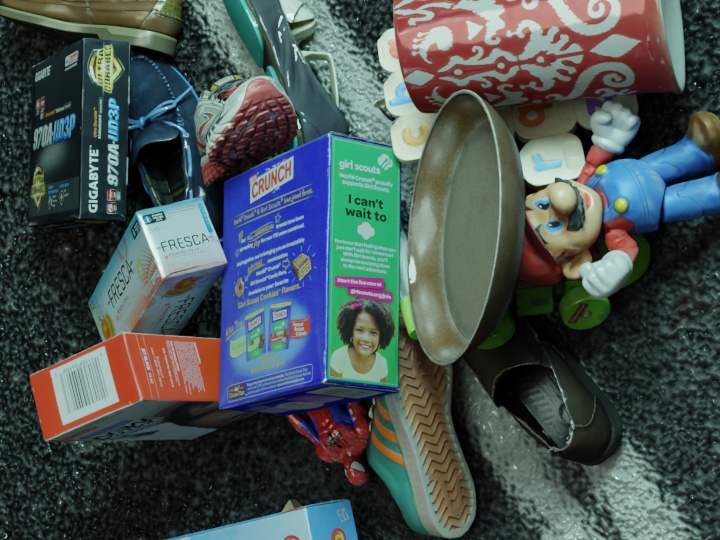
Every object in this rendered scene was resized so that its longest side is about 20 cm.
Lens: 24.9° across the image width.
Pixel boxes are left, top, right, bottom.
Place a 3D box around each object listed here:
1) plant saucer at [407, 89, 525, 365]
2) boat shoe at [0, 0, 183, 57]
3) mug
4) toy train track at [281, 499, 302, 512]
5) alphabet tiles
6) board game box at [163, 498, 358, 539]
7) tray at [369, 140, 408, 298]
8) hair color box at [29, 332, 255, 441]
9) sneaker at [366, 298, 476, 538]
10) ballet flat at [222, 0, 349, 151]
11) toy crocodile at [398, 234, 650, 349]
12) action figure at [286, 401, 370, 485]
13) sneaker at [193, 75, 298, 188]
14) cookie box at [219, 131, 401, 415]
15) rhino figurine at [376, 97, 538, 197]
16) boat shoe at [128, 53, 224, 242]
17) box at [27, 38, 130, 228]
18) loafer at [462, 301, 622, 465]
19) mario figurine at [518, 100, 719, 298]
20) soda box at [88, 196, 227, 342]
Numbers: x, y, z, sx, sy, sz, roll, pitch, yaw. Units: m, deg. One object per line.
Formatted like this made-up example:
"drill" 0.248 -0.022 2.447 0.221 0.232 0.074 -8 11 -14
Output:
"plant saucer" 0.078 -0.030 1.190 0.200 0.032 0.201 -176 90 -75
"boat shoe" -0.253 -0.251 1.553 0.199 0.072 0.068 13 90 22
"mug" 0.140 -0.188 1.246 0.199 0.177 0.134 -7 98 17
"toy train track" -0.004 0.269 1.392 0.200 0.032 0.115 41 108 27
"alphabet tiles" 0.116 -0.153 1.299 0.195 0.015 0.201 -10 68 6
"board game box" -0.076 0.312 1.399 0.195 0.056 0.201 -19 78 41
"tray" 0.000 0.000 1.399 0.107 0.022 0.201 -30 73 36
"hair color box" -0.173 0.103 1.405 0.111 0.200 0.064 -24 75 28
"sneaker" 0.033 0.123 1.341 0.080 0.071 0.201 -6 97 50
"ballet flat" -0.063 -0.189 1.434 0.073 0.073 0.201 -33 70 26
"toy crocodile" 0.128 0.011 1.273 0.199 0.062 0.068 -13 50 1
"action figure" -0.045 0.100 1.419 0.065 0.052 0.200 -38 71 19
"sneaker" -0.110 -0.130 1.393 0.200 0.078 0.082 147 108 -71
"cookie box" -0.042 0.008 1.329 0.171 0.075 0.201 -18 68 54
"rhino figurine" 0.110 -0.103 1.322 0.087 0.060 0.200 -47 66 1
"boat shoe" -0.174 -0.116 1.493 0.084 0.069 0.200 -37 70 24
"box" -0.261 -0.121 1.502 0.200 0.046 0.160 180 92 -66
"loafer" 0.126 0.072 1.299 0.200 0.071 0.073 45 110 26
"mario figurine" 0.187 -0.055 1.200 0.199 0.123 0.106 -22 113 -7
"soda box" -0.182 0.012 1.440 0.069 0.063 0.200 67 151 15
